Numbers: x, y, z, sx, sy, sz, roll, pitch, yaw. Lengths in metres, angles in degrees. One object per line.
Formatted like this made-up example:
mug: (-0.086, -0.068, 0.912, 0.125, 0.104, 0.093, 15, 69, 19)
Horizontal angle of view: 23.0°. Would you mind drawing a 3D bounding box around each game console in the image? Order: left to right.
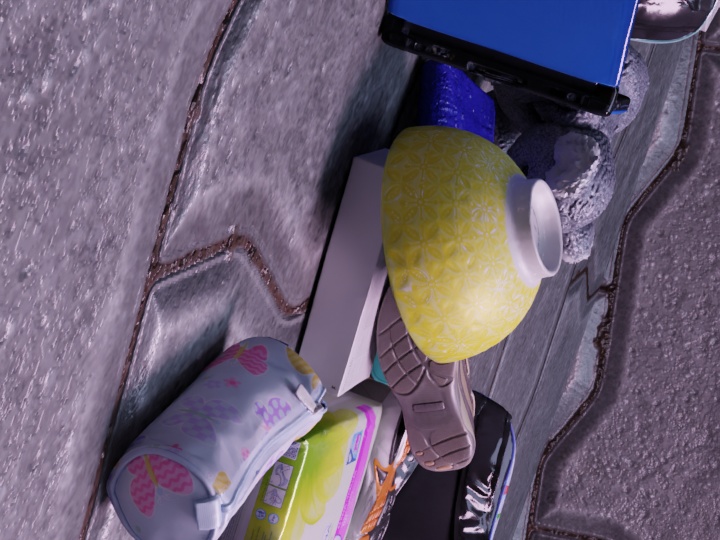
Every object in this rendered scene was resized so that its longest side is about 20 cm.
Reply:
game console: (0.129, -0.208, 1.417, 0.171, 0.198, 0.120, -20, 129, -73)

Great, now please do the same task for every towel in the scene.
towel: (0.086, -0.081, 1.611, 0.148, 0.049, 0.203, 30, 62, -72)

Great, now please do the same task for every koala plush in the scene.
koala plush: (0.198, -0.124, 1.715, 0.178, 0.181, 0.202, 84, 4, -57)

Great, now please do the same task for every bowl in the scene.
bowl: (0.104, -0.028, 1.461, 0.200, 0.106, 0.203, -8, 90, -65)

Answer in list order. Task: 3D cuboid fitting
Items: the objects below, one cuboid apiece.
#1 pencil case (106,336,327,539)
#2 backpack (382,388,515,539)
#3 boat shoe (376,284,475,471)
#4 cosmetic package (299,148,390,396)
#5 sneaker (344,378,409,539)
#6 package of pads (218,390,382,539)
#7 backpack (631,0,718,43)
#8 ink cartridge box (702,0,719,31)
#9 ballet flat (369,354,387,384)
pencil case: (-0.096, 0.121, 1.237, 0.200, 0.090, 0.084, -43, 151, -60)
backpack: (0.063, 0.198, 1.765, 0.192, 0.198, 0.154, -65, -165, 3)
boat shoe: (0.059, 0.081, 1.569, 0.074, 0.074, 0.202, -73, 156, -59)
cosmetic package: (0.000, 0.000, 1.518, 0.082, 0.050, 0.202, -27, 135, -70)
sneaker: (-0.014, 0.190, 1.643, 0.076, 0.091, 0.202, -4, 114, -68)
package of pads: (-0.058, 0.190, 1.515, 0.200, 0.068, 0.156, -10, 119, -69)
backpack: (0.275, -0.330, 1.818, 0.154, 0.197, 0.177, -78, 177, -57)
ink cartridge box: (0.403, -0.381, 2.232, 0.068, 0.198, 0.116, -55, 160, -45)
ballet flat: (0.042, 0.024, 1.718, 0.202, 0.075, 0.064, -63, -164, -10)
